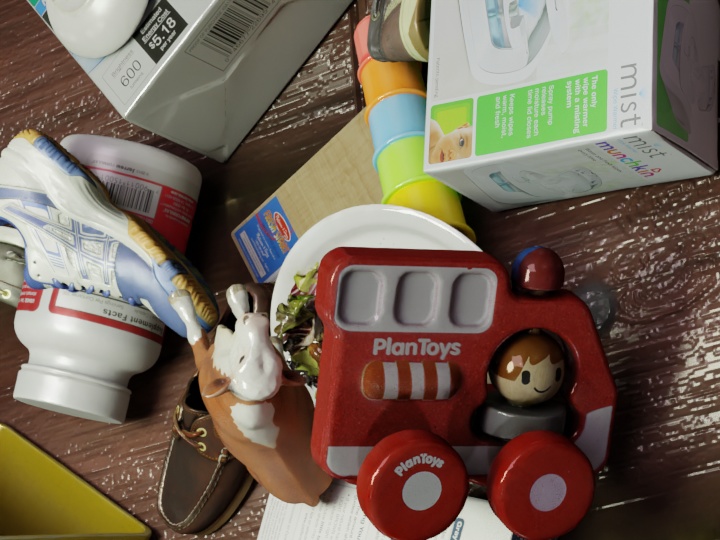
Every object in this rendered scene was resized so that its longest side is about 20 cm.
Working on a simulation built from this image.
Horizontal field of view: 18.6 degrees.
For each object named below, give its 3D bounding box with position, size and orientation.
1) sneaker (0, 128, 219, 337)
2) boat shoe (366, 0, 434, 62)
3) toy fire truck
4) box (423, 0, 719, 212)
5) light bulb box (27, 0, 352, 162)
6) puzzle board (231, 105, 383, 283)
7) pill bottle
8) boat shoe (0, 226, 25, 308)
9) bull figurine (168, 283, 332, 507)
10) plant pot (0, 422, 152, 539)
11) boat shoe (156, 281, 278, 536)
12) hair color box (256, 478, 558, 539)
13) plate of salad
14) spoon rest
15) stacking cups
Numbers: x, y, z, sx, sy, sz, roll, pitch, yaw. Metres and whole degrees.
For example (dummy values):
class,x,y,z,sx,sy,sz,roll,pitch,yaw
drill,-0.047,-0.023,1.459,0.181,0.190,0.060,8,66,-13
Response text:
class,x,y,z,sx,sy,sz,roll,pitch,yaw
sneaker,-0.188,-0.008,1.556,0.200,0.075,0.088,41,91,14
boat shoe,0.045,-0.234,1.552,0.065,0.073,0.200,-6,54,32
toy fire truck,0.065,0.068,1.345,0.112,0.199,0.168,-134,48,-65
box,0.143,-0.156,1.462,0.176,0.097,0.201,-8,70,36
light bulb box,-0.130,-0.227,1.662,0.198,0.125,0.200,-50,54,12
puzzle board,0.000,0.000,1.565,0.151,0.017,0.200,-42,55,19
pill bottle,-0.193,0.008,1.640,0.112,0.112,0.201,7,79,37
boat shoe,-0.331,-0.005,1.770,0.201,0.072,0.060,6,74,33
bull figurine,-0.068,0.075,1.407,0.065,0.200,0.122,-22,52,-3
plant pot,-0.309,0.228,1.612,0.200,0.200,0.177,29,104,38
boat shoe,-0.101,0.097,1.563,0.070,0.070,0.200,31,103,35
hair color box,0.026,0.191,1.455,0.200,0.060,0.100,9,79,38
plate of salad,0.021,0.055,1.463,0.200,0.048,0.201,11,113,27
spoon rest,-0.173,-0.250,1.595,0.099,0.061,0.200,29,106,39
stacking cups,0.035,-0.096,1.531,0.060,0.060,0.200,-28,53,26
